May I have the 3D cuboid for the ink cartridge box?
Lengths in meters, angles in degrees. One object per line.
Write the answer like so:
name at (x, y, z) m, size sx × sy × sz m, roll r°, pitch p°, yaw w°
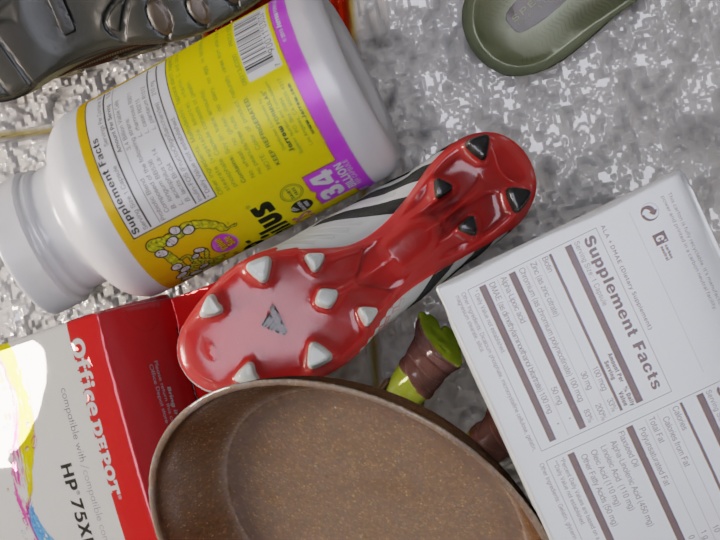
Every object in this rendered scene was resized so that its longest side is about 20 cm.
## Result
ink cartridge box at (-0.143, 0.086, 0.747) m, size 0.198 × 0.067 × 0.118 m, roll -19°, pitch 87°, yaw 28°

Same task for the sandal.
sandal at (0.133, -0.176, 0.732) m, size 0.080 × 0.057 × 0.201 m, roll 44°, pitch 97°, yaw 6°

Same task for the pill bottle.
pill bottle at (-0.086, -0.054, 0.746) m, size 0.198 × 0.104 × 0.105 m, roll -26°, pitch 86°, yaw 9°

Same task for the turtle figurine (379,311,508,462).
turtle figurine at (-0.002, 0.099, 0.743) m, size 0.200 × 0.064 × 0.161 m, roll 47°, pitch 107°, yaw 8°

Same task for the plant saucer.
plant saucer at (0.001, 0.119, 0.657) m, size 0.198 × 0.037 × 0.202 m, roll 12°, pitch 128°, yaw 16°

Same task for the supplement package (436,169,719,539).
supplement package at (0.123, 0.051, 0.664) m, size 0.110 × 0.200 × 0.157 m, roll -26°, pitch 88°, yaw 9°

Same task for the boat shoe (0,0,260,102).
boat shoe at (-0.124, -0.147, 0.764) m, size 0.197 × 0.074 × 0.077 m, roll -15°, pitch 98°, yaw 15°

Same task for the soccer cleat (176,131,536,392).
soccer cleat at (0.000, 0.000, 0.727) m, size 0.199 × 0.085 × 0.069 m, roll -34°, pitch 86°, yaw -7°
